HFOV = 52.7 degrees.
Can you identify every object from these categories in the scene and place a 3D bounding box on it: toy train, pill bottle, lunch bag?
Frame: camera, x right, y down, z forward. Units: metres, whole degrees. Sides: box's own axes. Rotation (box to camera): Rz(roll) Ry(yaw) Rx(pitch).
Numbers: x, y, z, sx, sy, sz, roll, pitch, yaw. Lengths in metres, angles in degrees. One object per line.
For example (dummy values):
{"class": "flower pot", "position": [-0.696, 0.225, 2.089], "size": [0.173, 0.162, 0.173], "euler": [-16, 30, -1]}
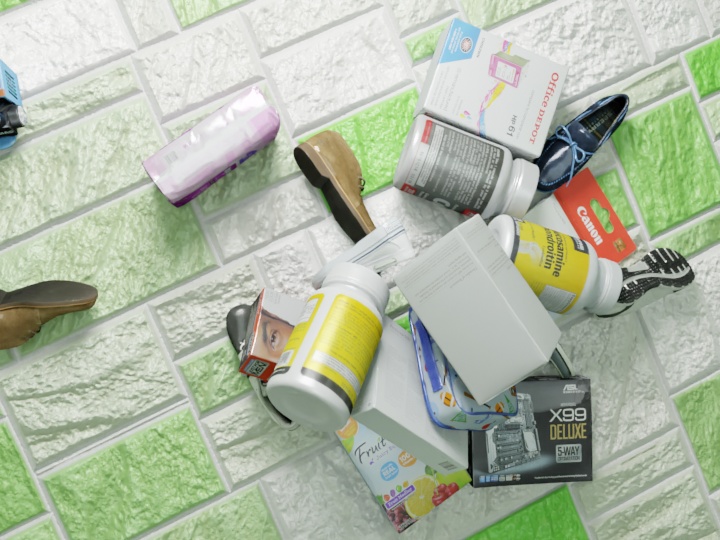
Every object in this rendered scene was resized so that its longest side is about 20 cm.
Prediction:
{"class": "toy train", "position": [-0.567, -0.221, 1.008], "size": [0.195, 0.087, 0.117], "euler": [-12, 83, -5]}
{"class": "pill bottle", "position": [0.274, -0.001, 1.060], "size": [0.196, 0.112, 0.115], "euler": [16, 89, -11]}
{"class": "pill bottle", "position": [-0.035, 0.096, 0.959], "size": [0.113, 0.114, 0.202], "euler": [30, 57, -7]}
{"class": "lunch bag", "position": [0.144, 0.126, 1.050], "size": [0.158, 0.075, 0.204], "euler": [10, 57, -37]}
{"class": "pill bottle", "position": [0.156, -0.144, 1.085], "size": [0.196, 0.114, 0.116], "euler": [20, 88, -5]}

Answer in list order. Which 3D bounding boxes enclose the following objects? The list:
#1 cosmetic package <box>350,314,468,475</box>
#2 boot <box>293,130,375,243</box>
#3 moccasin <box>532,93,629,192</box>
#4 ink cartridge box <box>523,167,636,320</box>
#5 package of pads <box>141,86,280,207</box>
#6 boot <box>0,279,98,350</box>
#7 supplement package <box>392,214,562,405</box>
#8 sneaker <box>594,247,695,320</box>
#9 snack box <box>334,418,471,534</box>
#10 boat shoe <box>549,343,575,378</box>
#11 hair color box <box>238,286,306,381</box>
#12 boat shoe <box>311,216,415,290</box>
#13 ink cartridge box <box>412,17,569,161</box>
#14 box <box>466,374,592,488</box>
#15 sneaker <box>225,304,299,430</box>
{"class": "cosmetic package", "position": [0.077, 0.179, 1.038], "size": [0.199, 0.051, 0.153], "euler": [38, 44, -29]}
{"class": "boot", "position": [-0.013, -0.117, 1.085], "size": [0.075, 0.073, 0.202], "euler": [-37, 99, -25]}
{"class": "moccasin", "position": [0.338, -0.209, 1.130], "size": [0.080, 0.068, 0.201], "euler": [41, 82, 6]}
{"class": "ink cartridge box", "position": [0.329, -0.044, 1.147], "size": [0.198, 0.057, 0.164], "euler": [-34, 95, -1]}
{"class": "package of pads", "position": [-0.207, -0.174, 1.036], "size": [0.198, 0.120, 0.076], "euler": [-36, 95, -6]}
{"class": "boot", "position": [-0.469, 0.063, 1.039], "size": [0.195, 0.074, 0.077], "euler": [-8, 110, -3]}
{"class": "supplement package", "position": [0.156, 0.048, 0.957], "size": [0.117, 0.117, 0.202], "euler": [-37, 85, 26]}
{"class": "sneaker", "position": [0.445, 0.023, 1.160], "size": [0.196, 0.081, 0.075], "euler": [-14, 62, -21]}
{"class": "snack box", "position": [0.059, 0.273, 1.110], "size": [0.141, 0.053, 0.202], "euler": [-33, 94, -8]}
{"class": "boat shoe", "position": [0.258, 0.094, 1.133], "size": [0.061, 0.073, 0.201], "euler": [-38, 93, 8]}
{"class": "hair color box", "position": [-0.067, 0.115, 1.045], "size": [0.196, 0.064, 0.113], "euler": [20, 54, -18]}
{"class": "boat shoe", "position": [0.000, 0.000, 1.036], "size": [0.073, 0.199, 0.068], "euler": [-29, 85, -41]}
{"class": "ink cartridge box", "position": [0.198, -0.270, 1.107], "size": [0.196, 0.085, 0.148], "euler": [20, 88, -9]}
{"class": "box", "position": [0.262, 0.249, 1.139], "size": [0.195, 0.050, 0.162], "euler": [0, 90, -7]}
{"class": "sneaker", "position": [-0.135, 0.141, 1.067], "size": [0.073, 0.088, 0.203], "euler": [-29, 93, -5]}
